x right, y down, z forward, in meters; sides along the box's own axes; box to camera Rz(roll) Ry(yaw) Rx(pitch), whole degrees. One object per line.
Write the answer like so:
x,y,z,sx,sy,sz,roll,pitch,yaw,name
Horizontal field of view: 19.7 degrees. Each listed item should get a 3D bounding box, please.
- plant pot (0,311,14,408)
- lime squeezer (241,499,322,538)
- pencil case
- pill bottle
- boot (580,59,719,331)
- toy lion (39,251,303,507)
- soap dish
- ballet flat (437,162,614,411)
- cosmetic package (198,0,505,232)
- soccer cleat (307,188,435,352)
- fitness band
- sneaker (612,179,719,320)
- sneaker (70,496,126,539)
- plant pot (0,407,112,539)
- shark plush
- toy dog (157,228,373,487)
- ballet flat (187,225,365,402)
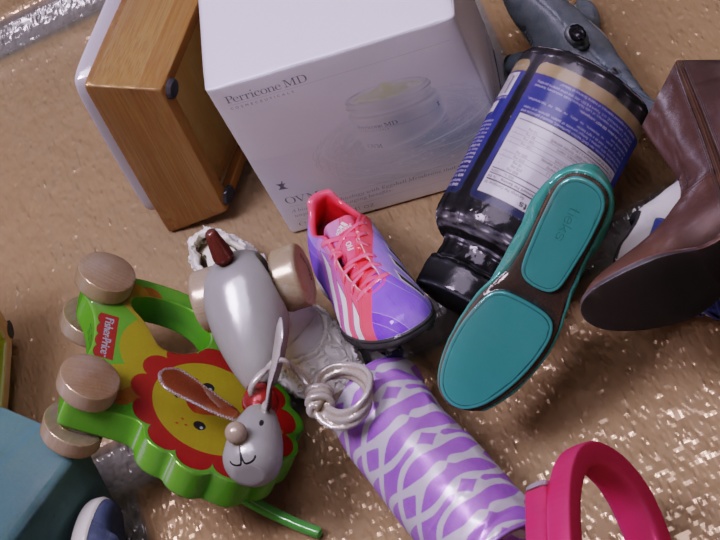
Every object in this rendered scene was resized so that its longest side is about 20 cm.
-0.380,0.081,1.623,0.180,0.200,0.201,-9,53,8,plant pot
-0.101,0.143,1.573,0.070,0.038,0.200,-10,46,-26,lime squeezer
0.057,0.147,1.475,0.200,0.085,0.084,52,123,38,pencil case
0.125,-0.058,1.555,0.111,0.112,0.201,24,80,33,pill bottle
0.222,-0.062,1.478,0.185,0.064,0.201,-24,41,8,boot
-0.136,0.089,1.553,0.190,0.069,0.201,16,36,-12,toy lion
-0.146,-0.150,1.679,0.080,0.201,0.158,7,60,22,soap dish
0.122,0.012,1.462,0.067,0.070,0.201,31,108,6,ballet flat
0.000,-0.153,1.623,0.198,0.200,0.124,-15,53,12,cosmetic package
0.000,0.000,1.551,0.068,0.074,0.200,-24,24,-7,soccer cleat
0.161,0.209,1.348,0.037,0.143,0.201,-24,48,31,fitness band
0.250,0.010,1.497,0.115,0.081,0.200,-31,45,3,sneaker
-0.158,0.255,1.490,0.084,0.075,0.202,-14,63,13,sneaker
-0.280,0.212,1.526,0.140,0.142,0.200,19,56,31,plant pot
0.169,-0.166,1.638,0.090,0.083,0.201,-28,51,1,shark plush
-0.085,0.047,1.498,0.131,0.096,0.201,-34,45,4,toy dog
-0.075,0.031,1.613,0.072,0.072,0.200,-42,53,-10,ballet flat
